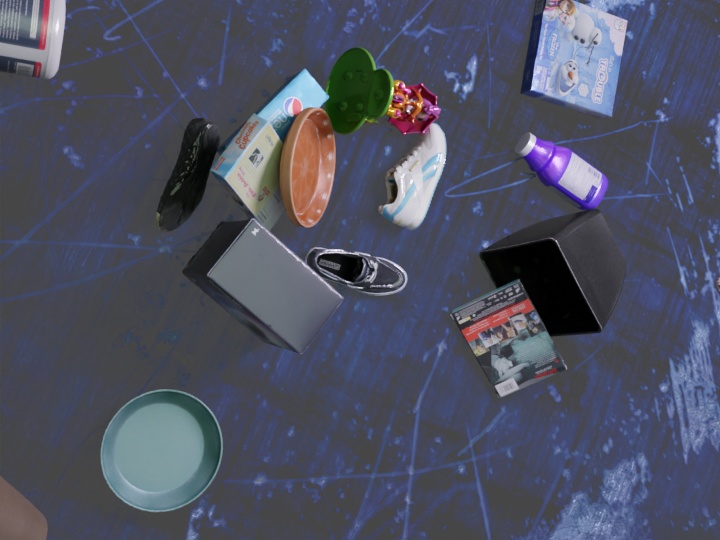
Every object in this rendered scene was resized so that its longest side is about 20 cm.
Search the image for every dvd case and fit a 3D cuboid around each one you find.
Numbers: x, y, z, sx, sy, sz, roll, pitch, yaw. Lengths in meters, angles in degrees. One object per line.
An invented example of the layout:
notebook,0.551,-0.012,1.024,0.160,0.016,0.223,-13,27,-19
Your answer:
dvd case,0.280,0.131,1.729,0.146,0.022,0.200,-27,102,17

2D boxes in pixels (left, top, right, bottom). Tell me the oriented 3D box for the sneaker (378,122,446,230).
sneaker,0.096,-0.179,1.659,0.081,0.076,0.201,21,81,-19

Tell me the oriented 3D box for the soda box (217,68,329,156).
soda box,-0.149,-0.250,1.560,0.200,0.064,0.068,-47,107,-15

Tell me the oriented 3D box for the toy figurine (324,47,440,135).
toy figurine,0.066,-0.296,1.599,0.183,0.200,0.151,6,97,-35

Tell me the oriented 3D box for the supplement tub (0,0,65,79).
supplement tub,-0.545,-0.367,1.351,0.199,0.140,0.141,6,88,-23

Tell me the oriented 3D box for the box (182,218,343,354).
box,-0.164,0.024,1.486,0.200,0.198,0.123,42,76,-17

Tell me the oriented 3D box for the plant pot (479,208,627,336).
plant pot,0.384,-0.006,1.727,0.177,0.199,0.200,-37,104,-32

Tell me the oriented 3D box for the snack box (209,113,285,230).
snack box,-0.163,-0.155,1.498,0.037,0.200,0.116,30,78,24

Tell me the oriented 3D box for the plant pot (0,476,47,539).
plant pot,-0.565,0.380,1.343,0.175,0.200,0.201,43,75,-35

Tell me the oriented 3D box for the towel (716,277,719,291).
towel,0.892,0.032,2.020,0.200,0.032,0.191,-43,107,-16

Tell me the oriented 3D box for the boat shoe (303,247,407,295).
boat shoe,0.000,0.000,1.624,0.199,0.068,0.072,17,85,-22

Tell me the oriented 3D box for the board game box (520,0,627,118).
board game box,0.424,-0.423,1.810,0.198,0.043,0.201,11,86,-24

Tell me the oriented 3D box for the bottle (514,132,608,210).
bottle,0.390,-0.197,1.787,0.200,0.065,0.084,30,79,-20

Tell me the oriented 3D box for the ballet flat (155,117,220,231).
ballet flat,-0.289,-0.158,1.520,0.066,0.057,0.201,28,85,-49

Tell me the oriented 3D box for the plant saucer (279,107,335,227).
plant saucer,-0.091,-0.174,1.538,0.032,0.200,0.201,9,87,18

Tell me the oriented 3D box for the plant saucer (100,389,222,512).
plant saucer,-0.328,0.294,1.509,0.199,0.036,0.201,0,90,-22
